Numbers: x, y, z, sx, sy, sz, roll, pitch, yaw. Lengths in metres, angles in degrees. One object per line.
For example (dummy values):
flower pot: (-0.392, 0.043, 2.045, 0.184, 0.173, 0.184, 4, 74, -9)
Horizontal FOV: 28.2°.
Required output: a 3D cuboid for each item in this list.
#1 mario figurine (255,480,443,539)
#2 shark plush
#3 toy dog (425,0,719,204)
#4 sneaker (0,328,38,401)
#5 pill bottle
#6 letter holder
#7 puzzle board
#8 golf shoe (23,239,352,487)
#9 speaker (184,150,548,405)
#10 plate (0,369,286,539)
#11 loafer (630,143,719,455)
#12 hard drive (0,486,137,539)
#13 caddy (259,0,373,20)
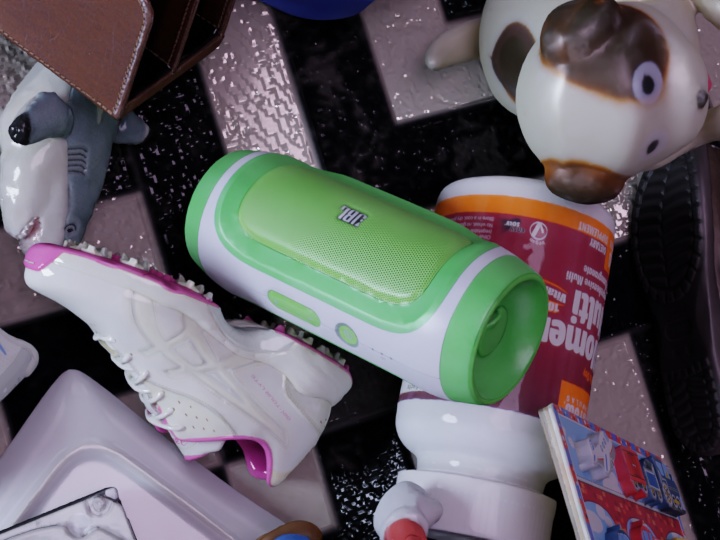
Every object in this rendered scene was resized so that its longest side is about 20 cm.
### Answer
mario figurine: (0.037, 0.189, 0.734, 0.106, 0.199, 0.124, -37, 123, -42)
shark plush: (-0.153, -0.097, 0.832, 0.083, 0.090, 0.201, 45, 49, -24)
toy dog: (0.136, -0.124, 0.818, 0.192, 0.200, 0.141, 6, 115, -1)
sneaker: (-0.247, -0.008, 0.772, 0.086, 0.075, 0.201, -36, 96, -29)
pill bottle: (0.080, 0.056, 0.827, 0.109, 0.110, 0.202, 14, 76, -13)
letter holder: (-0.159, -0.206, 0.751, 0.199, 0.143, 0.101, 37, 45, 8)
puzzle board: (0.160, 0.160, 0.788, 0.017, 0.200, 0.152, -24, 65, 21)
golf shoe: (-0.101, 0.052, 0.788, 0.199, 0.075, 0.092, 27, 83, -19)
speaker: (0.000, 0.000, 0.775, 0.199, 0.089, 0.089, 24, 69, 32)
plate: (-0.138, 0.188, 0.781, 0.199, 0.032, 0.201, 38, 73, -7)
loafer: (0.223, 0.013, 0.905, 0.070, 0.073, 0.202, -3, 86, -27)
hard drive: (-0.155, 0.230, 0.732, 0.139, 0.038, 0.202, -20, 87, -18)
caddy: (-0.041, -0.239, 0.847, 0.198, 0.105, 0.143, 23, 73, -11)
